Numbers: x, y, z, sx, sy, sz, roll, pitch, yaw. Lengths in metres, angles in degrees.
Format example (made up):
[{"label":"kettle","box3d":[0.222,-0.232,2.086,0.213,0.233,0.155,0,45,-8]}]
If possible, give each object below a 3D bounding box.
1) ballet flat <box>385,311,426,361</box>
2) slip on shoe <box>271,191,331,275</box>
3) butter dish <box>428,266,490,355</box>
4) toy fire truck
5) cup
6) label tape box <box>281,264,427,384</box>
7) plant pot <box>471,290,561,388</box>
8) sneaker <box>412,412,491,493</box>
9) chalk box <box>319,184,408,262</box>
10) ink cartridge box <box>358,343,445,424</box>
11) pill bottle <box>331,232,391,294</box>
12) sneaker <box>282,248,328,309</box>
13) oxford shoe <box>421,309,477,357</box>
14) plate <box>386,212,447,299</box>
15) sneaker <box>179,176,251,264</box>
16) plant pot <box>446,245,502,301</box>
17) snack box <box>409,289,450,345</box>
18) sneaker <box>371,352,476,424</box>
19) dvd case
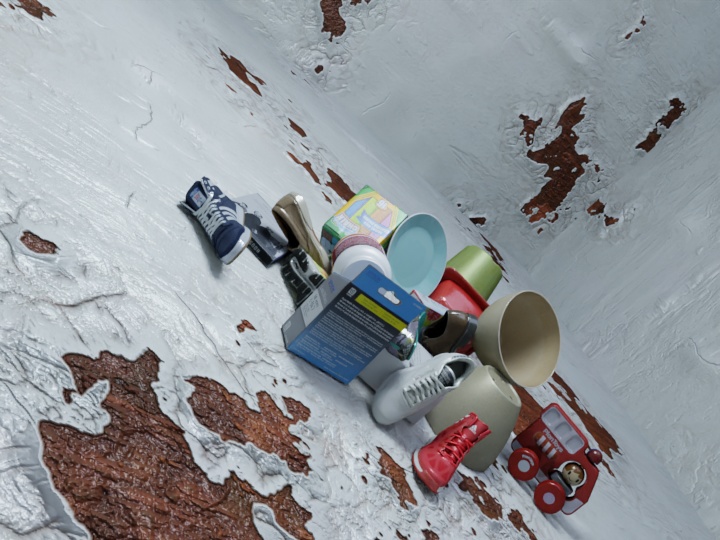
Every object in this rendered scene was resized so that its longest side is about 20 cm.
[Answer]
[{"label":"ballet flat","box3d":[0.078,0.101,1.286,0.072,0.072,0.200,45,17,-1]},{"label":"slip on shoe","box3d":[-0.116,-0.052,1.392,0.075,0.060,0.203,17,-47,44]},{"label":"butter dish","box3d":[0.194,0.133,1.646,0.200,0.199,0.148,46,39,-1]},{"label":"toy fire truck","box3d":[0.423,0.410,1.529,0.201,0.168,0.112,50,17,14]},{"label":"cup","box3d":[0.237,0.276,1.428,0.200,0.143,0.201,42,17,-16]},{"label":"label tape box","box3d":[-0.011,0.076,1.174,0.144,0.200,0.064,35,19,-31]},{"label":"plant pot","box3d":[0.318,0.148,1.540,0.199,0.203,0.134,37,-24,-29]},{"label":"sneaker","box3d":[0.160,0.299,1.230,0.078,0.116,0.200,46,16,3]},{"label":"chalk box","box3d":[-0.009,-0.059,1.532,0.123,0.126,0.200,36,59,14]},{"label":"ink cartridge box","box3d":[0.058,0.168,1.338,0.200,0.084,0.145,43,16,-12]},{"label":"pill bottle","box3d":[0.000,0.000,1.345,0.113,0.113,0.200,43,7,-10]},{"label":"sneaker","box3d":[-0.074,0.045,1.318,0.090,0.078,0.201,40,18,-44]},{"label":"oxford shoe","box3d":[0.151,0.149,1.439,0.083,0.201,0.073,20,32,-15]},{"label":"plate","box3d":[0.119,-0.028,1.565,0.025,0.203,0.199,17,-9,45]},{"label":"sneaker","box3d":[-0.247,-0.088,1.201,0.108,0.070,0.201,43,9,-27]},{"label":"plant pot","box3d":[0.260,0.041,1.824,0.200,0.190,0.200,43,-10,10]},{"label":"snack box","box3d":[0.129,0.134,1.489,0.199,0.142,0.053,28,22,-44]},{"label":"sneaker","box3d":[0.107,0.198,1.225,0.077,0.198,0.080,62,-22,-6]},{"label":"dvd case","box3d":[-0.195,-0.086,1.409,0.150,0.025,0.200,47,16,1]}]
